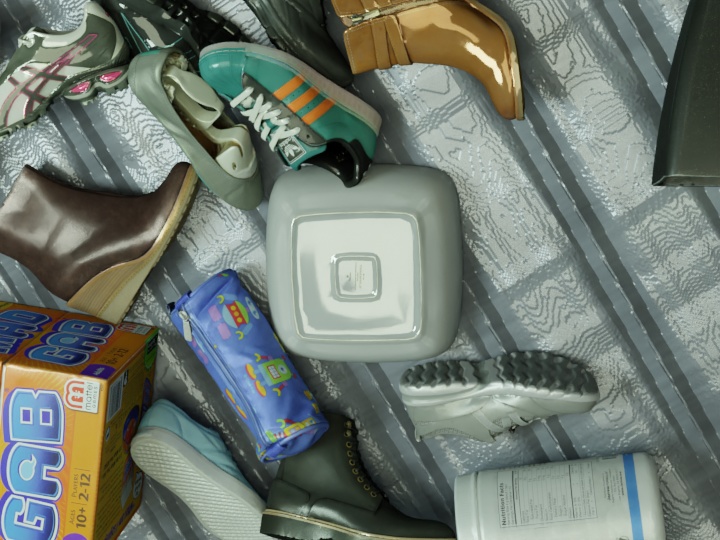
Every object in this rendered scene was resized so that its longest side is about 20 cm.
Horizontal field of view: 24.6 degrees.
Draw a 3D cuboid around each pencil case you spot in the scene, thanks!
[{"bbox_3d":[-0.113,0.095,1.628,0.078,0.087,0.201,-43,75,39],"label":"pencil case"}]

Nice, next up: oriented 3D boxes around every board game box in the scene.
[{"bbox_3d":[-0.327,0.160,1.631,0.198,0.200,0.202,9,103,5],"label":"board game box"}]

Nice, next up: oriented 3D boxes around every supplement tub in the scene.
[{"bbox_3d":[0.199,0.254,1.627,0.198,0.132,0.133,-8,101,9],"label":"supplement tub"}]

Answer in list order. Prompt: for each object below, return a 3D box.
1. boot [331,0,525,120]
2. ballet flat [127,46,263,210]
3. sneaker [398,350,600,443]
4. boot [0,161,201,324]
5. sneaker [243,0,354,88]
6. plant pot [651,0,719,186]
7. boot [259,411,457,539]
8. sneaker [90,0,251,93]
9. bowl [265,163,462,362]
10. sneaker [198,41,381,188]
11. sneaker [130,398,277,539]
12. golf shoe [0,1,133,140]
[{"bbox_3d":[0.064,-0.215,1.561,0.154,0.077,0.201,-21,93,3],"label":"boot"},{"bbox_3d":[-0.144,-0.133,1.582,0.063,0.068,0.200,-13,129,40],"label":"ballet flat"},{"bbox_3d":[0.141,0.132,1.648,0.198,0.075,0.083,-1,116,14],"label":"sneaker"},{"bbox_3d":[-0.266,-0.059,1.642,0.166,0.072,0.201,34,107,-3],"label":"boot"},{"bbox_3d":[-0.066,-0.263,1.579,0.091,0.076,0.200,-40,99,3],"label":"sneaker"},{"bbox_3d":[0.369,-0.167,1.492,0.198,0.200,0.179,0,92,7],"label":"plant pot"},{"bbox_3d":[0.005,0.210,1.648,0.198,0.078,0.140,7,76,9],"label":"boot"},{"bbox_3d":[-0.178,-0.223,1.610,0.200,0.076,0.079,41,128,-6],"label":"sneaker"},{"bbox_3d":[0.000,0.000,1.625,0.198,0.075,0.202,1,104,7],"label":"bowl"},{"bbox_3d":[-0.067,-0.145,1.553,0.199,0.081,0.071,24,149,-26],"label":"sneaker"},{"bbox_3d":[-0.148,0.204,1.689,0.074,0.082,0.200,-22,124,31],"label":"sneaker"},{"bbox_3d":[-0.316,-0.185,1.577,0.199,0.077,0.089,-24,111,-2],"label":"golf shoe"}]
